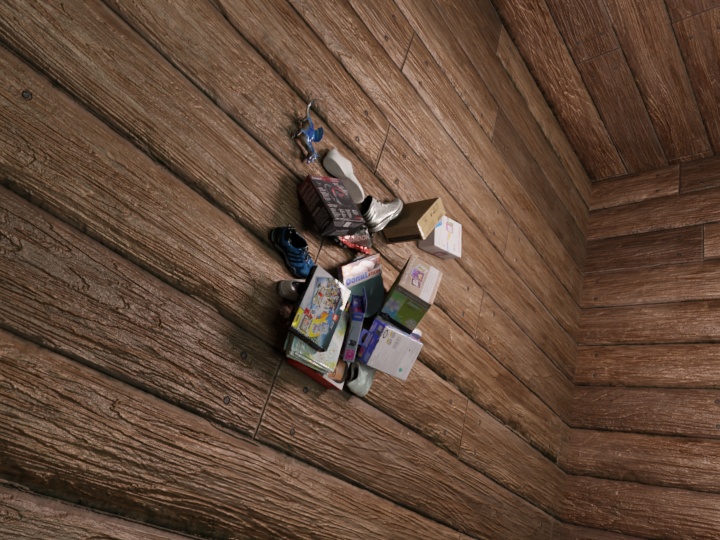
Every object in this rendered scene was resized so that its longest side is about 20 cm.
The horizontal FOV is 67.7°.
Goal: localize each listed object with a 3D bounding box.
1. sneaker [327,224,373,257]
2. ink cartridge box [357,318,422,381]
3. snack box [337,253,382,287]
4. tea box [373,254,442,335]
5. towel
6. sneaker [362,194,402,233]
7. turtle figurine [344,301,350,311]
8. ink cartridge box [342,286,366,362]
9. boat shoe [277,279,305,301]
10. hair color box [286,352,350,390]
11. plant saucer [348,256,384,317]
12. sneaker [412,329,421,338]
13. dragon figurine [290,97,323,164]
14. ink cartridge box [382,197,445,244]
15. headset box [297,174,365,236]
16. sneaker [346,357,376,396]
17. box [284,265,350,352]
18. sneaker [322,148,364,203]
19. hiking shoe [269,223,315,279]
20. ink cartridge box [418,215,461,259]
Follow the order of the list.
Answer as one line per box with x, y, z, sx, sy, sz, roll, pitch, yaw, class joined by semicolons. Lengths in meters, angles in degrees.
-0.027;-0.117;1.762;0.199;0.070;0.099;20;97;-47;sneaker
0.082;0.245;1.687;0.198;0.076;0.138;27;90;-32;ink cartridge box
0.000;0.000;1.761;0.199;0.024;0.073;-21;107;-47;snack box
0.161;0.093;1.810;0.132;0.198;0.201;30;37;1;tea box
-0.125;0.179;1.543;0.170;0.048;0.203;33;61;-33;towel
0.077;-0.233;1.913;0.201;0.075;0.116;-47;120;-39;sneaker
-0.084;0.151;1.649;0.200;0.064;0.163;49;54;-45;turtle figurine
-0.020;0.162;1.636;0.120;0.041;0.203;-96;-161;-66;ink cartridge box
-0.154;0.066;1.606;0.199;0.065;0.073;27;63;-43;boat shoe
-0.123;0.272;1.612;0.200;0.061;0.103;42;55;-37;hair color box
0.003;0.056;1.809;0.199;0.038;0.205;10;77;-48;plant saucer
0.138;0.270;1.905;0.199;0.080;0.149;22;76;-48;sneaker
-0.158;-0.435;1.692;0.099;0.058;0.203;33;61;-41;dragon figurine
0.198;-0.183;1.975;0.200;0.163;0.076;-47;120;-41;ink cartridge box
-0.095;-0.209;1.665;0.147;0.075;0.202;-3;56;-49;headset box
0.013;0.299;1.744;0.088;0.075;0.202;40;58;-32;sneaker
-0.117;0.107;1.507;0.136;0.037;0.202;40;57;-28;box
-0.043;-0.322;1.802;0.201;0.074;0.089;53;37;-27;sneaker
-0.182;-0.048;1.578;0.201;0.086;0.075;50;50;-31;hiking shoe
0.326;-0.140;2.175;0.199;0.084;0.147;19;69;-47;ink cartridge box
